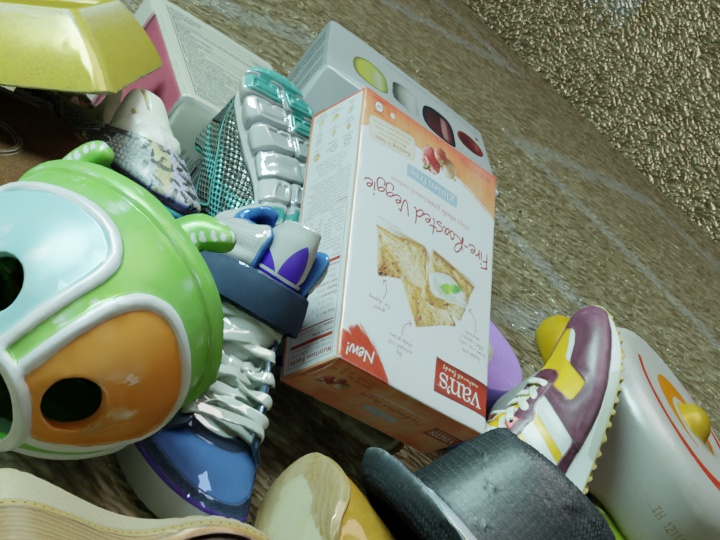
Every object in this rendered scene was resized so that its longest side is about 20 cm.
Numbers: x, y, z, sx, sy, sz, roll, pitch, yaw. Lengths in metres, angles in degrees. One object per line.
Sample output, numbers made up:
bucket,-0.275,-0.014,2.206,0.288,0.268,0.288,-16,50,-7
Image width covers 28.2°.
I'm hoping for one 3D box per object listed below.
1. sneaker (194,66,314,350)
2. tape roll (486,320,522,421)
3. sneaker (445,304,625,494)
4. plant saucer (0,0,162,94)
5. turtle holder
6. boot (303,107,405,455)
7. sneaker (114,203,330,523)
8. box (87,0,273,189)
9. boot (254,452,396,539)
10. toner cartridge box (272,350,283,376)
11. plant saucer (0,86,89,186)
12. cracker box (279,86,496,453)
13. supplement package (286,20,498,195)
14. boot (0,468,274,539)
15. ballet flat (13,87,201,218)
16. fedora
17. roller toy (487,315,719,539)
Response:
sneaker,-0.071,-0.033,0.965,0.077,0.091,0.202,20,52,-39
tape roll,0.032,0.048,1.140,0.199,0.066,0.200,35,19,-13
sneaker,0.106,0.109,0.933,0.089,0.202,0.075,20,-13,-5
plant saucer,-0.239,-0.157,0.932,0.198,0.049,0.200,6,14,0
turtle holder,-0.162,0.012,0.713,0.185,0.141,0.132,45,45,9
boot,0.000,0.000,0.997,0.175,0.066,0.201,40,47,-11
sneaker,-0.071,0.041,0.807,0.080,0.147,0.201,29,19,-27
box,-0.130,-0.110,1.125,0.127,0.109,0.200,28,20,-29
boot,0.019,0.194,0.773,0.144,0.071,0.201,44,6,-27
toner cartridge box,-0.103,0.012,0.988,0.199,0.043,0.095,25,23,-38
plant saucer,-0.236,-0.073,0.873,0.199,0.035,0.201,21,24,-10
cracker box,0.024,0.001,0.933,0.133,0.057,0.202,30,53,-36
supplement package,0.004,-0.099,1.307,0.191,0.147,0.200,35,17,-13
boot,-0.087,0.181,0.603,0.199,0.072,0.167,27,33,-37
ballet flat,-0.173,-0.101,0.989,0.199,0.073,0.072,29,9,36
fedora,0.088,0.160,0.795,0.201,0.091,0.201,51,-11,13
roller toy,0.193,0.140,1.049,0.182,0.139,0.201,31,29,-54
